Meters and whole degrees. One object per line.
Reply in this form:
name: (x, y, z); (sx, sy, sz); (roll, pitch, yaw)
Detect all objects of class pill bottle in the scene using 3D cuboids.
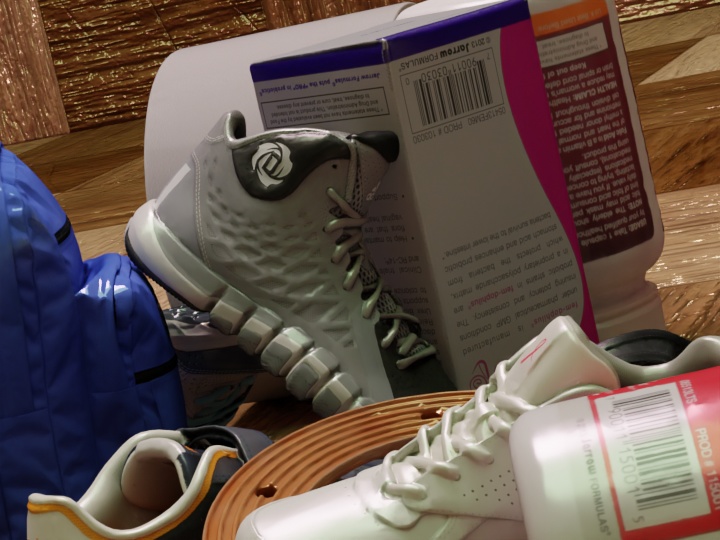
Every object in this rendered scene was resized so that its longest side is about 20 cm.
pill bottle: (0.151, 0.076, 0.717); (0.199, 0.113, 0.112); (-12, 9, 4)
pill bottle: (0.092, -0.047, 1.251); (0.114, 0.201, 0.114); (-13, 9, 2)

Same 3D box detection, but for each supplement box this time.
supplement box: (0.035, -0.018, 1.160); (0.101, 0.201, 0.103); (-20, 10, -40)

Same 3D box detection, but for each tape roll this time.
tape roll: (-0.018, -0.036, 1.335); (0.139, 0.204, 0.203); (-10, 10, 18)

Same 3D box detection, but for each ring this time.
ring: (0.042, 0.097, 0.889); (0.199, 0.019, 0.201); (-4, 24, 2)

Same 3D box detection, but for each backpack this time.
backpack: (-0.169, 0.041, 1.094); (0.167, 0.201, 0.162); (-15, 9, -10)

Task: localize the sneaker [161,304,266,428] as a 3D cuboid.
sneaker: (-0.085, 0.061, 1.207); (0.077, 0.087, 0.200); (-10, -2, -35)

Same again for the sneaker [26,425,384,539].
sneaker: (-0.045, 0.096, 0.978); (0.199, 0.080, 0.078); (-18, 10, -37)

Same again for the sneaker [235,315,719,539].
sneaker: (0.050, 0.062, 0.818); (0.199, 0.100, 0.078); (-12, 29, -14)

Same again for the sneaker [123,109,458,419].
sneaker: (0.000, 0.000, 1.077); (0.116, 0.200, 0.075); (-55, -6, 8)

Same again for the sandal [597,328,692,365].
sandal: (0.121, 0.049, 1.066); (0.075, 0.048, 0.200); (-24, -2, 36)
